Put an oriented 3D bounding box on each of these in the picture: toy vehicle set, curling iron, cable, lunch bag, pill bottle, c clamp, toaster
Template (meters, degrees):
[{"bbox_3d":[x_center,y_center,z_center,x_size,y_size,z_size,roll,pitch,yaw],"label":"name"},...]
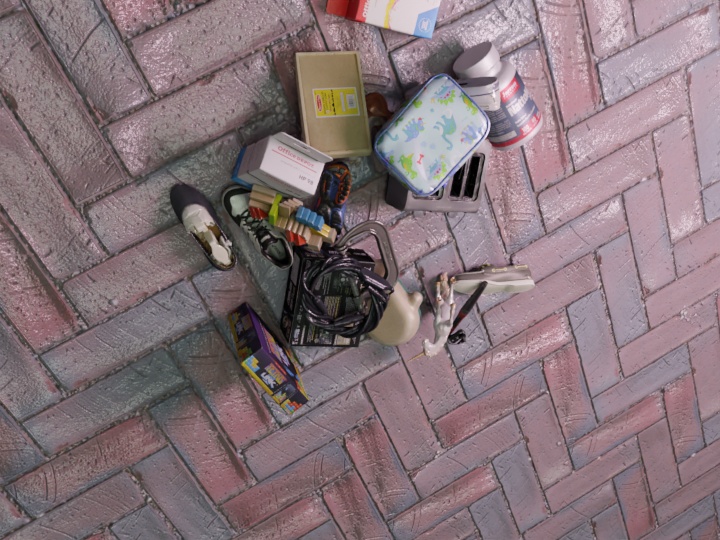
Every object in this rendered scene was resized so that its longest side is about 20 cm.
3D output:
[{"bbox_3d":[-0.052,-0.311,1.270,0.123,0.027,0.201,-5,82,-14],"label":"toy vehicle set"},{"bbox_3d":[0.253,0.099,1.589,0.049,0.026,0.201,18,125,-4],"label":"curling iron"},{"bbox_3d":[-0.040,0.054,1.366,0.199,0.051,0.163,26,114,-26],"label":"cable"},{"bbox_3d":[0.130,-0.246,1.259,0.161,0.082,0.200,42,95,-10],"label":"lunch bag"},{"bbox_3d":[0.276,-0.355,1.380,0.119,0.120,0.200,-41,120,1],"label":"pill bottle"},{"bbox_3d":[0.000,0.000,1.386,0.170,0.027,0.201,-19,118,-13],"label":"c clamp"},{"bbox_3d":[0.161,-0.213,1.400,0.180,0.119,0.201,0,112,-21],"label":"toaster"}]

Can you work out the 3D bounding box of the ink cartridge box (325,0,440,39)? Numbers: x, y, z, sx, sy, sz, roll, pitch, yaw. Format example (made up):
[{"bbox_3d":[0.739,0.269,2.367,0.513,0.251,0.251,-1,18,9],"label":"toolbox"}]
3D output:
[{"bbox_3d":[0.047,-0.512,1.258,0.199,0.067,0.117,5,110,-22],"label":"ink cartridge box"}]

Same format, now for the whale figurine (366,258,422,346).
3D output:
[{"bbox_3d":[0.067,0.063,1.504,0.158,0.104,0.201,-10,97,24],"label":"whale figurine"}]

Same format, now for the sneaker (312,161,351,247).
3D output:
[{"bbox_3d":[-0.058,-0.133,1.380,0.075,0.079,0.201,22,122,-2],"label":"sneaker"}]

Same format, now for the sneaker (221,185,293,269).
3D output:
[{"bbox_3d":[-0.195,-0.085,1.341,0.076,0.088,0.200,-40,118,2],"label":"sneaker"}]

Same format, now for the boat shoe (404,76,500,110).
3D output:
[{"bbox_3d":[0.180,-0.333,1.328,0.071,0.199,0.070,-52,134,-44],"label":"boat shoe"}]

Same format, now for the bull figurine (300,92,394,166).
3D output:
[{"bbox_3d":[-0.018,-0.271,1.320,0.199,0.065,0.122,-35,83,-10],"label":"bull figurine"}]

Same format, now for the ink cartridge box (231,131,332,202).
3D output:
[{"bbox_3d":[-0.148,-0.185,1.246,0.115,0.200,0.067,24,79,-26],"label":"ink cartridge box"}]

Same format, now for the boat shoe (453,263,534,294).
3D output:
[{"bbox_3d":[0.308,0.017,1.587,0.200,0.072,0.061,0,68,-13],"label":"boat shoe"}]

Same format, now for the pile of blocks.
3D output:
[{"bbox_3d":[-0.131,-0.091,1.301,0.199,0.082,0.063,27,68,-23],"label":"pile of blocks"}]

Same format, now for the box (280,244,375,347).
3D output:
[{"bbox_3d":[-0.072,0.056,1.446,0.163,0.086,0.201,3,110,-22],"label":"box"}]

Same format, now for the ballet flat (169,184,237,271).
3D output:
[{"bbox_3d":[-0.299,-0.077,1.316,0.073,0.073,0.201,-31,119,-5],"label":"ballet flat"}]

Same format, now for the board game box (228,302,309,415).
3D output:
[{"bbox_3d":[-0.191,0.177,1.390,0.057,0.200,0.166,-35,120,-1],"label":"board game box"}]

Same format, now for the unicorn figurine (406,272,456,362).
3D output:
[{"bbox_3d":[0.180,0.106,1.518,0.073,0.200,0.138,18,132,18],"label":"unicorn figurine"}]
